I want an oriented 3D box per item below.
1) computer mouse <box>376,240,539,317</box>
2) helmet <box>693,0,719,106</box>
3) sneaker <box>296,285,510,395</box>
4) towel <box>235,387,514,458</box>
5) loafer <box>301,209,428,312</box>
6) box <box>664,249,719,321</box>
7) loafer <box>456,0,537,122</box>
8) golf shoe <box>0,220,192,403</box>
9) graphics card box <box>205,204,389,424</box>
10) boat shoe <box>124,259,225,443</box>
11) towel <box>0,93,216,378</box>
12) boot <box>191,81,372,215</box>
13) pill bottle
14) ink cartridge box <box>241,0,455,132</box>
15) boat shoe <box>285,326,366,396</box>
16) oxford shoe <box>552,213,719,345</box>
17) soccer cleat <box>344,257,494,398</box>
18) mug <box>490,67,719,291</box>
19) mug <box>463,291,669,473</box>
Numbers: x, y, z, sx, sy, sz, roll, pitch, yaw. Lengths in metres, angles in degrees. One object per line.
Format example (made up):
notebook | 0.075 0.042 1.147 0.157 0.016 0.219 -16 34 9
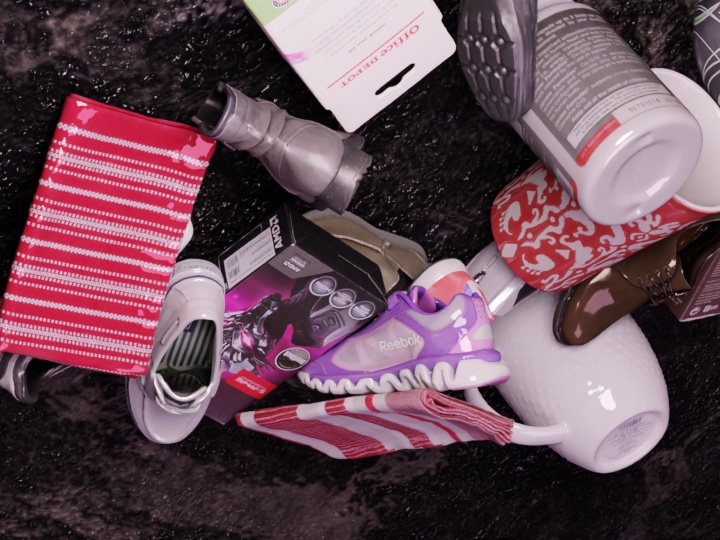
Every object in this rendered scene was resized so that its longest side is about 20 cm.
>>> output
computer mouse | 0.117 0.007 1.875 0.200 0.109 0.044 -36 127 -22
helmet | 0.376 -0.202 1.746 0.189 0.201 0.201 17 127 -10
sneaker | 0.033 0.058 1.718 0.199 0.089 0.080 -6 180 34
towel | 0.012 0.133 1.747 0.199 0.023 0.144 -10 159 36
loafer | 0.000 0.000 1.772 0.199 0.070 0.075 9 126 -46
box | 0.342 -0.059 1.968 0.075 0.100 0.201 -10 139 -32
loafer | 0.111 -0.213 1.567 0.070 0.068 0.202 -29 119 -40
golf shoe | -0.206 0.027 1.612 0.200 0.092 0.073 -38 144 1
graphics card box | -0.090 0.040 1.706 0.200 0.051 0.125 -36 133 23
boat shoe | -0.150 0.082 1.650 0.073 0.067 0.201 1 134 -11
towel | -0.190 -0.023 1.543 0.144 0.022 0.201 15 93 -43
boot | -0.065 -0.104 1.583 0.131 0.200 0.070 28 88 -8
pill bottle | 0.173 -0.141 1.637 0.113 0.200 0.114 -22 143 -18
ink cartridge box | -0.017 -0.202 1.521 0.117 0.067 0.200 -38 145 1
boat shoe | 0.005 0.088 1.891 0.199 0.070 0.067 -15 140 -39
oxford shoe | 0.259 0.002 1.883 0.200 0.084 0.073 -44 131 2
soccer cleat | 0.049 0.083 1.790 0.068 0.073 0.201 -4 135 -43
mug | 0.232 -0.066 1.790 0.177 0.134 0.200 8 151 -36
mug | 0.191 0.107 1.968 0.199 0.176 0.148 -14 140 -28
